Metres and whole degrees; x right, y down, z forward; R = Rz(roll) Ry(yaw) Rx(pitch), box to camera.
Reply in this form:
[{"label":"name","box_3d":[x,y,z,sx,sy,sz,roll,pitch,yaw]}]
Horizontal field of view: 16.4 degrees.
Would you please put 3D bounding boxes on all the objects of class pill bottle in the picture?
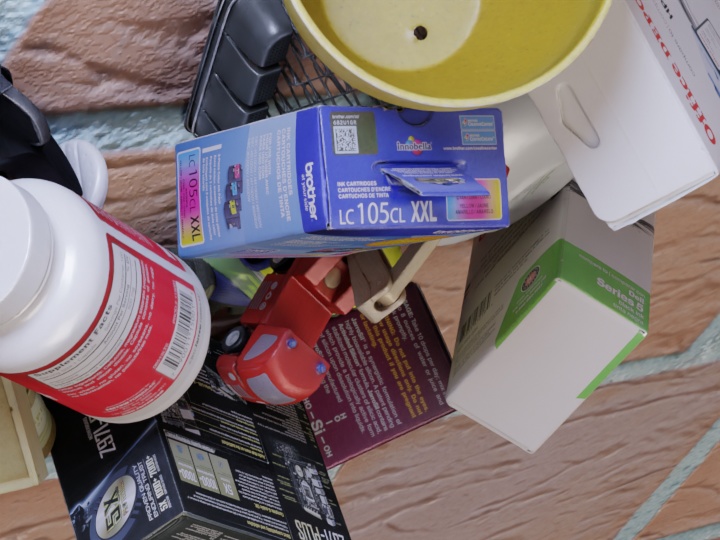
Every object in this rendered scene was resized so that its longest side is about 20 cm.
[{"label":"pill bottle","box_3d":[-0.176,0.014,1.440,0.112,0.113,0.200,-36,153,10]}]

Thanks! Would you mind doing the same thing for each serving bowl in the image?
[{"label":"serving bowl","box_3d":[0.102,-0.078,1.730,0.199,0.066,0.200,-34,167,-8]}]

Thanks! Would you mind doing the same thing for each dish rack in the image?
[{"label":"dish rack","box_3d":[-0.004,-0.139,1.579,0.199,0.055,0.154,-19,153,-27]}]

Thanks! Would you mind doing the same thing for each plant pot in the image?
[{"label":"plant pot","box_3d":[0.035,-0.177,1.431,0.199,0.201,0.142,-24,177,-14]}]

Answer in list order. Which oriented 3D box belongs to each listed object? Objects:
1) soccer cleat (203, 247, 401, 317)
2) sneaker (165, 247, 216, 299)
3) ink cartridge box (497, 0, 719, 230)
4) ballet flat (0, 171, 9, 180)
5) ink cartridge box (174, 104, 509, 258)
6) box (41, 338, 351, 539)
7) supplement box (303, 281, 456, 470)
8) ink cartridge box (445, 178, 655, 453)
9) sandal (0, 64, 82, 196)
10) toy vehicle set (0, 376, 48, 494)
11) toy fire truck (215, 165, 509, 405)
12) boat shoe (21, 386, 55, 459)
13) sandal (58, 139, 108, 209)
[{"label":"soccer cleat","box_3d":[-0.037,-0.014,1.751,0.199,0.065,0.084,-5,140,-43]},{"label":"sneaker","box_3d":[-0.159,0.056,1.714,0.200,0.077,0.088,-37,138,29]},{"label":"ink cartridge box","box_3d":[0.177,-0.133,1.570,0.085,0.147,0.200,-26,-170,25]},{"label":"ballet flat","box_3d":[-0.250,-0.058,1.451,0.057,0.067,0.200,-28,148,9]},{"label":"ink cartridge box","box_3d":[-0.005,-0.053,1.479,0.136,0.077,0.199,-2,174,-35]},{"label":"box","box_3d":[-0.108,0.130,1.638,0.086,0.165,0.200,-34,148,21]},{"label":"supplement box","box_3d":[-0.039,0.097,1.852,0.199,0.104,0.131,-24,178,-14]},{"label":"ink cartridge box","box_3d":[0.142,0.009,1.821,0.084,0.201,0.146,30,127,-13]},{"label":"sandal","box_3d":[-0.203,-0.091,1.435,0.043,0.076,0.200,-32,165,6]},{"label":"toy vehicle set","box_3d":[-0.302,0.090,1.521,0.198,0.125,0.027,-13,-172,7]},{"label":"toy fire truck","box_3d":[0.000,0.000,1.623,0.049,0.141,0.201,41,68,-30]},{"label":"boat shoe","box_3d":[-0.294,0.103,1.567,0.199,0.074,0.063,-7,140,9]},{"label":"sandal","box_3d":[-0.201,0.004,1.588,0.059,0.079,0.207,4,135,-46]}]
